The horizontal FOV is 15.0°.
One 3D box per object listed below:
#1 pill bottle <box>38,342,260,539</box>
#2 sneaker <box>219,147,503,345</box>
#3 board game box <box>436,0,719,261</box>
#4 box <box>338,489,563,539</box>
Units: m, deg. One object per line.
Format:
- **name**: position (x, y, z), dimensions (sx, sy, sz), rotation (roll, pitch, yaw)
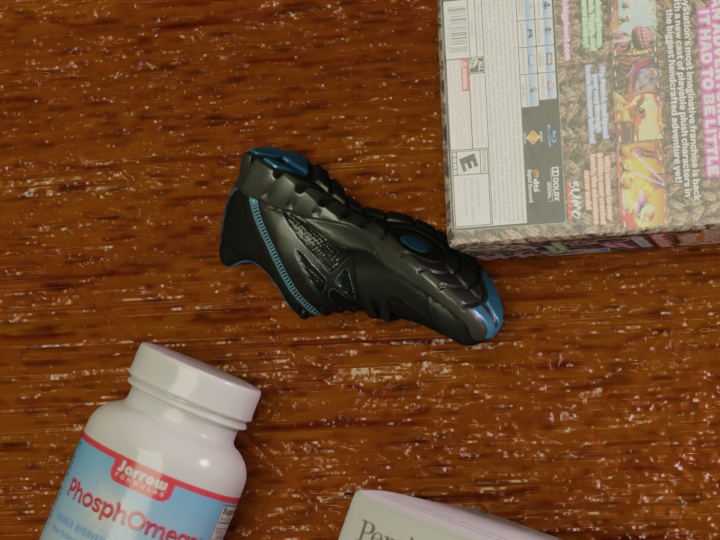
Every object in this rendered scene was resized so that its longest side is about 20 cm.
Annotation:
- **pill bottle**: position (-0.137, 0.153, 1.708), dimensions (0.108, 0.109, 0.201), rotation (22, 91, 15)
- **sneaker**: position (0.000, 0.000, 1.715), dimensions (0.199, 0.073, 0.082), rotation (32, 110, 21)
- **board game box**: position (0.155, -0.095, 1.660), dimensions (0.199, 0.097, 0.161), rotation (-4, 84, 14)
- **box**: position (0.091, 0.242, 1.582), dimensions (0.198, 0.200, 0.172), rotation (18, 89, 26)
